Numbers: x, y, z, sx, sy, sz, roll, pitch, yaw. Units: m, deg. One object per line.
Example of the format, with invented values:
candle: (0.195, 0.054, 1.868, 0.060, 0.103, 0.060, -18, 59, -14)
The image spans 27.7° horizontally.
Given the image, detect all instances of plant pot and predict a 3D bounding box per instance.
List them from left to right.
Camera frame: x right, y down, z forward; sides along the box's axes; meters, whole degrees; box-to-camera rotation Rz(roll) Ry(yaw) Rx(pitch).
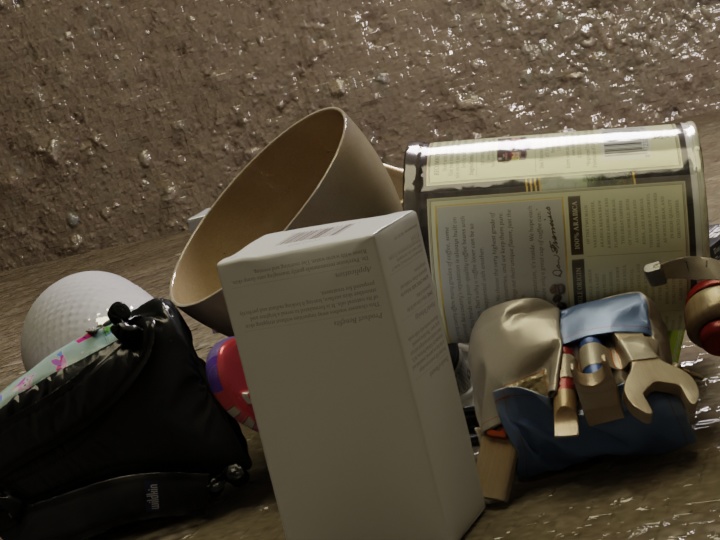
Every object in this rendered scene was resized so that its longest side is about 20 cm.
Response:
plant pot: (-0.036, -0.010, 1.159, 0.200, 0.134, 0.201, -40, 23, 21)

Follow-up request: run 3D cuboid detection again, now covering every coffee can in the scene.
coffee can: (0.137, -0.024, 1.024, 0.199, 0.147, 0.146, -3, 10, 9)

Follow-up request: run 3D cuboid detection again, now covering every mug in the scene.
mug: (-0.265, 0.105, 1.436, 0.200, 0.148, 0.175, -47, 23, -9)

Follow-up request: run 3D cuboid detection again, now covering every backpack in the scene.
backpack: (-0.200, 0.129, 1.107, 0.199, 0.167, 0.127, -28, 1, -1)

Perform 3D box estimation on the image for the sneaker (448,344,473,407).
sneaker: (0.011, 0.096, 1.114, 0.199, 0.088, 0.074, -22, 11, -39)

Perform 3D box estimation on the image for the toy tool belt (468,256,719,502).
toy tool belt: (0.163, 0.082, 0.939, 0.199, 0.125, 0.123, -15, 45, 19)

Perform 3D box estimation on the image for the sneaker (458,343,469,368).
sneaker: (0.178, 0.029, 1.287, 0.199, 0.082, 0.075, -14, 8, 1)

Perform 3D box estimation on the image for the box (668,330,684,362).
box: (0.184, 0.035, 1.107, 0.121, 0.048, 0.200, 3, 30, 19)

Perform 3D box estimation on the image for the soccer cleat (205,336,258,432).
soccer cleat: (-0.076, 0.099, 1.124, 0.076, 0.067, 0.200, -5, -18, 24)

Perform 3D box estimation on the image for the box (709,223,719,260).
box: (0.274, 0.004, 1.422, 0.160, 0.044, 0.200, -10, 9, 31)

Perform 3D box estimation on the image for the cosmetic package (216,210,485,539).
cosmetic package: (-0.003, 0.074, 0.902, 0.112, 0.201, 0.081, -8, 11, 23)

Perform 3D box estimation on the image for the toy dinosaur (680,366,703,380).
toy dinosaur: (0.192, 0.046, 1.176, 0.106, 0.060, 0.200, -38, 25, 16)

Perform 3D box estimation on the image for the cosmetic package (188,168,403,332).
cosmetic package: (-0.046, -0.019, 1.337, 0.199, 0.113, 0.081, -13, 7, 6)

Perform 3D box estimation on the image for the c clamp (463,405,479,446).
c clamp: (0.051, 0.064, 1.079, 0.199, 0.171, 0.027, -10, -35, -40)

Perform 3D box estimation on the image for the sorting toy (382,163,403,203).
sorting toy: (0.000, 0.000, 1.249, 0.199, 0.186, 0.036, 19, -3, 11)
